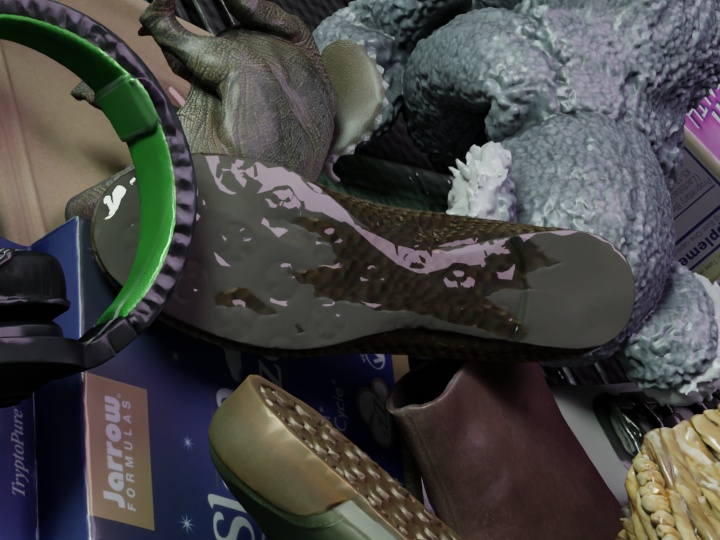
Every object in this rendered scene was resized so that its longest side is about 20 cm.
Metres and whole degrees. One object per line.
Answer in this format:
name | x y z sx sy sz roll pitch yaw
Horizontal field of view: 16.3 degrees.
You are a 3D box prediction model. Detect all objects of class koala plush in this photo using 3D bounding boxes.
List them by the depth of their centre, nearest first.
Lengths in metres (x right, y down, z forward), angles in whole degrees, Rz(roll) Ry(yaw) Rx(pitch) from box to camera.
koala plush | 0.083 -0.041 1.079 0.177 0.184 0.200 32 36 -28

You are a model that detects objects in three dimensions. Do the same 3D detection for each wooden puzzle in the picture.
wooden puzzle | -0.079 -0.022 0.971 0.185 0.037 0.200 23 41 -40

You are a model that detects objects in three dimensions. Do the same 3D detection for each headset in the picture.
headset | -0.130 -0.008 0.759 0.200 0.094 0.124 -37 99 -30

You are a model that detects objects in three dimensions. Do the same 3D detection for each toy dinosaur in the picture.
toy dinosaur | -0.045 -0.061 0.947 0.102 0.077 0.200 41 28 -5

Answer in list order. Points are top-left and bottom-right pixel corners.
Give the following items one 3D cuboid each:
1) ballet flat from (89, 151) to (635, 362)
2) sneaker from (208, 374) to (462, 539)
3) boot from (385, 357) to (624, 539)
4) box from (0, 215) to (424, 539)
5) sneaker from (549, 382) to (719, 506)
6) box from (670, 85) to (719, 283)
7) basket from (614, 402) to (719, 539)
ballet flat | 0.000 0.000 0.876 0.200 0.046 0.068 6 83 -21
sneaker | 0.008 0.128 0.829 0.200 0.090 0.067 41 8 -20
boot | 0.085 0.089 0.959 0.200 0.072 0.167 -35 109 -59
box | -0.054 0.058 0.869 0.200 0.032 0.121 21 52 -41
sneaker | 0.133 0.073 1.104 0.200 0.079 0.074 7 49 -51
box | 0.127 -0.095 1.296 0.200 0.097 0.176 47 27 -4
basket | 0.169 0.155 0.853 0.142 0.149 0.200 -18 47 -24
